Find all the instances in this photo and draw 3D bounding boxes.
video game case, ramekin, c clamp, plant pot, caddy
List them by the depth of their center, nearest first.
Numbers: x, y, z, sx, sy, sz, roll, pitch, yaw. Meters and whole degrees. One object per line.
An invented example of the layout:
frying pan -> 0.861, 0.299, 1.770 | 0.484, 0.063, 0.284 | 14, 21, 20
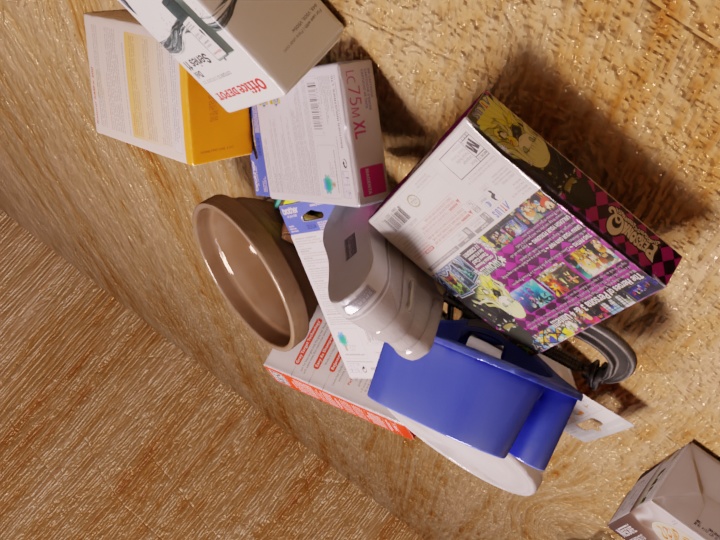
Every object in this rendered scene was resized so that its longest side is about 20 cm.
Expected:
video game case -> 0.113, -0.025, 0.818 | 0.181, 0.036, 0.200 | 39, 154, -3
c clamp -> 0.155, 0.052, 0.971 | 0.199, 0.027, 0.171 | 26, 158, 24
caddy -> 0.102, 0.097, 0.971 | 0.199, 0.106, 0.141 | 20, 176, 44
ramekin -> 0.125, 0.148, 1.173 | 0.201, 0.095, 0.203 | 32, 163, 11
plant pot -> -0.106, -0.012, 1.286 | 0.201, 0.092, 0.202 | 42, 152, 29

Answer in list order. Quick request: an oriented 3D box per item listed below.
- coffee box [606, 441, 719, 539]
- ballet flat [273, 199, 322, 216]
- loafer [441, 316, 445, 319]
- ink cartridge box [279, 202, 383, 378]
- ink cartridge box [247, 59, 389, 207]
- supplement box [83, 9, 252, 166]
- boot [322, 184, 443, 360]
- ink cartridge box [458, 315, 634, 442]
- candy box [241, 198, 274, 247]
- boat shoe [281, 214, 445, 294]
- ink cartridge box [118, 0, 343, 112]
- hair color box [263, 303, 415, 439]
coffee box -> 0.352, 0.264, 1.166 | 0.114, 0.080, 0.200 | 36, 164, 11
ballet flat -> -0.053, -0.096, 1.151 | 0.066, 0.067, 0.200 | 18, 167, -4
loafer -> 0.021, 0.042, 1.332 | 0.199, 0.063, 0.072 | 35, 163, 16
ink cartridge box -> -0.004, 0.014, 1.100 | 0.119, 0.042, 0.201 | -6, 112, 56
ink cartridge box -> -0.046, -0.123, 0.979 | 0.199, 0.042, 0.120 | 9, 110, 57
supplement box -> -0.192, -0.187, 1.075 | 0.199, 0.073, 0.127 | 23, 121, 46
boot -> 0.022, -0.003, 0.948 | 0.096, 0.073, 0.201 | 43, -153, -24
ink cartridge box -> 0.194, 0.107, 1.175 | 0.199, 0.047, 0.160 | 33, 163, 2
candy box -> -0.092, 0.001, 1.459 | 0.200, 0.072, 0.168 | 45, 163, -16
boat shoe -> 0.000, 0.000, 1.184 | 0.199, 0.068, 0.072 | 26, 169, -3
ink cartridge box -> -0.128, -0.232, 0.888 | 0.200, 0.083, 0.146 | 44, 164, -20
hair color box -> -0.006, 0.118, 1.325 | 0.199, 0.102, 0.061 | 21, 162, 22
